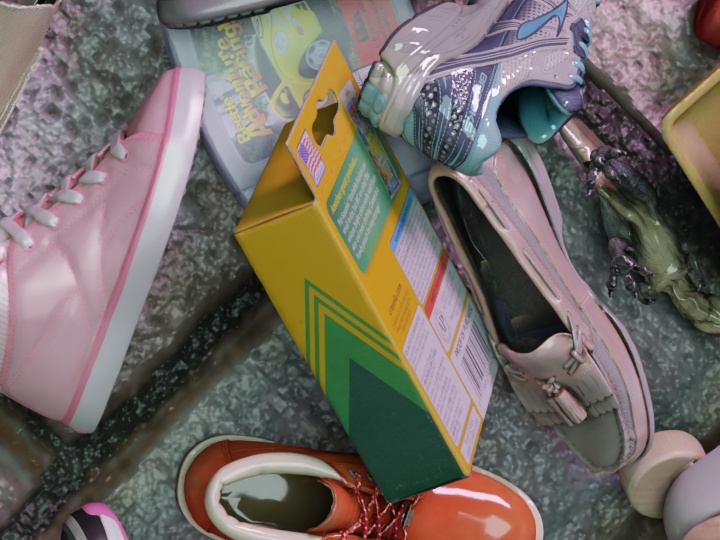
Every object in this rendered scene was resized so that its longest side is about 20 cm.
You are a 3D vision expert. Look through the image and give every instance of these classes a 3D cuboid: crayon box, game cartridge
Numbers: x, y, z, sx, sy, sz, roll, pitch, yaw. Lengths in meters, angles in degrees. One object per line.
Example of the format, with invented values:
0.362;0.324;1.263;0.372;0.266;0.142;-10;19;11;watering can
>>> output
0.000;0.000;1.378;0.051;0.126;0.201;-20;112;21;crayon box
-0.034;-0.116;1.452;0.132;0.041;0.201;-22;91;-3;game cartridge

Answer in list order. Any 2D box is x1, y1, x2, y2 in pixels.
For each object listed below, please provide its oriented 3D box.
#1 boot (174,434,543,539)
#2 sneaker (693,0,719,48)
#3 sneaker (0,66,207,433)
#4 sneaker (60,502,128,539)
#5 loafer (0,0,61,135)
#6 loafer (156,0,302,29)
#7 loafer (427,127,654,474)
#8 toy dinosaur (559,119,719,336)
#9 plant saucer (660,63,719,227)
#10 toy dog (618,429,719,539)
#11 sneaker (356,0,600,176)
0.005;0.130;1.416;0.199;0.107;0.076;8;86;-9;boot
0.276;-0.181;1.473;0.115;0.078;0.200;36;86;-4;sneaker
-0.152;-0.022;1.403;0.104;0.075;0.201;20;100;-7;sneaker
-0.157;0.222;1.407;0.087;0.074;0.201;1;93;-13;sneaker
-0.199;-0.131;1.413;0.075;0.068;0.201;25;86;-6;loafer
-0.014;-0.178;1.401;0.199;0.075;0.070;-15;95;-7;loafer
0.088;0.022;1.423;0.063;0.072;0.201;-34;101;-51;loafer
0.142;-0.033;1.450;0.047;0.088;0.201;-31;92;16;toy dinosaur
0.267;-0.076;1.455;0.200;0.048;0.200;-41;119;-7;plant saucer
0.242;0.115;1.449;0.199;0.096;0.132;-15;49;20;toy dog
0.086;-0.108;1.413;0.086;0.078;0.200;41;51;13;sneaker
